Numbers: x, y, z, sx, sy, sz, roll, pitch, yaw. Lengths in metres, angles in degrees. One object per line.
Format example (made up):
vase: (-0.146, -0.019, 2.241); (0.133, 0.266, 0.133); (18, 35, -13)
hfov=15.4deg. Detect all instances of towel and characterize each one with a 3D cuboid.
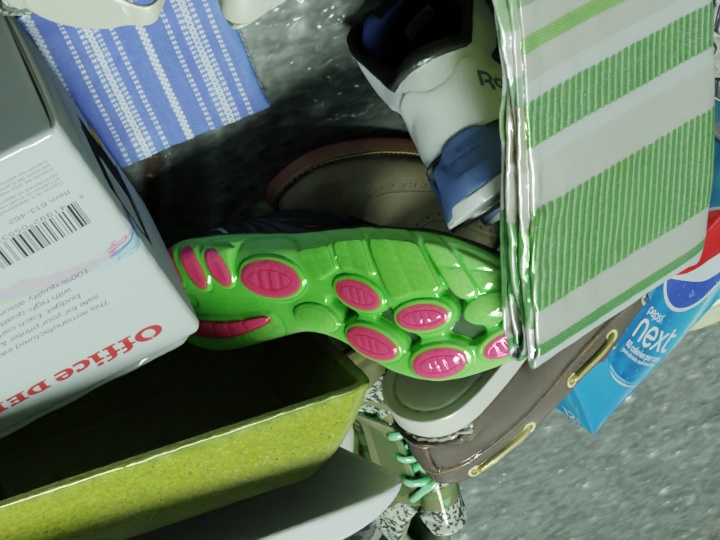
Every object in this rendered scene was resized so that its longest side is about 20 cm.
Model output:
towel: (-0.147, -0.073, 1.201); (0.200, 0.024, 0.145); (-24, 148, -2)
towel: (0.108, -0.074, 1.176); (0.152, 0.023, 0.200); (-29, 123, -41)

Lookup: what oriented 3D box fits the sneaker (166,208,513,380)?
sneaker: (0.000, 0.000, 1.249); (0.084, 0.200, 0.077); (-39, 130, -50)

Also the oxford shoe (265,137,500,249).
oxford shoe: (0.036, -0.013, 1.355); (0.200, 0.075, 0.070); (15, 133, -43)

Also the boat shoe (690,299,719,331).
boat shoe: (0.234, -0.031, 1.462); (0.201, 0.072, 0.066); (-28, 152, 14)

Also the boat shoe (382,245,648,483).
boat shoe: (0.094, 0.021, 1.284); (0.200, 0.072, 0.060); (-44, 136, -20)

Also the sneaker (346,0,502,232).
sneaker: (0.057, -0.087, 1.265); (0.080, 0.115, 0.199); (-30, 176, 11)

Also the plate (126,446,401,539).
plate: (-0.104, 0.127, 1.282); (0.199, 0.200, 0.032); (-22, 108, -22)

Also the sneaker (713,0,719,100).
sneaker: (0.218, -0.119, 1.323); (0.200, 0.080, 0.078); (21, 118, -25)

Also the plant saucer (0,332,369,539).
plant saucer: (-0.107, 0.081, 1.297); (0.200, 0.200, 0.048); (-17, 106, -11)

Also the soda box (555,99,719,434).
soda box: (0.155, -0.017, 1.364); (0.200, 0.068, 0.064); (-46, 148, -12)

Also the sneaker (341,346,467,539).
sneaker: (0.032, 0.088, 1.350); (0.077, 0.089, 0.200); (-31, 155, -16)

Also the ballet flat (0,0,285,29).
ballet flat: (-0.073, -0.129, 1.094); (0.200, 0.072, 0.072); (-3, 143, -10)

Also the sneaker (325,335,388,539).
sneaker: (-0.010, 0.088, 1.473); (0.087, 0.074, 0.200); (-13, 141, -18)

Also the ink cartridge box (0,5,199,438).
ink cartridge box: (-0.176, -0.013, 1.174); (0.146, 0.083, 0.200); (-27, 150, 1)
